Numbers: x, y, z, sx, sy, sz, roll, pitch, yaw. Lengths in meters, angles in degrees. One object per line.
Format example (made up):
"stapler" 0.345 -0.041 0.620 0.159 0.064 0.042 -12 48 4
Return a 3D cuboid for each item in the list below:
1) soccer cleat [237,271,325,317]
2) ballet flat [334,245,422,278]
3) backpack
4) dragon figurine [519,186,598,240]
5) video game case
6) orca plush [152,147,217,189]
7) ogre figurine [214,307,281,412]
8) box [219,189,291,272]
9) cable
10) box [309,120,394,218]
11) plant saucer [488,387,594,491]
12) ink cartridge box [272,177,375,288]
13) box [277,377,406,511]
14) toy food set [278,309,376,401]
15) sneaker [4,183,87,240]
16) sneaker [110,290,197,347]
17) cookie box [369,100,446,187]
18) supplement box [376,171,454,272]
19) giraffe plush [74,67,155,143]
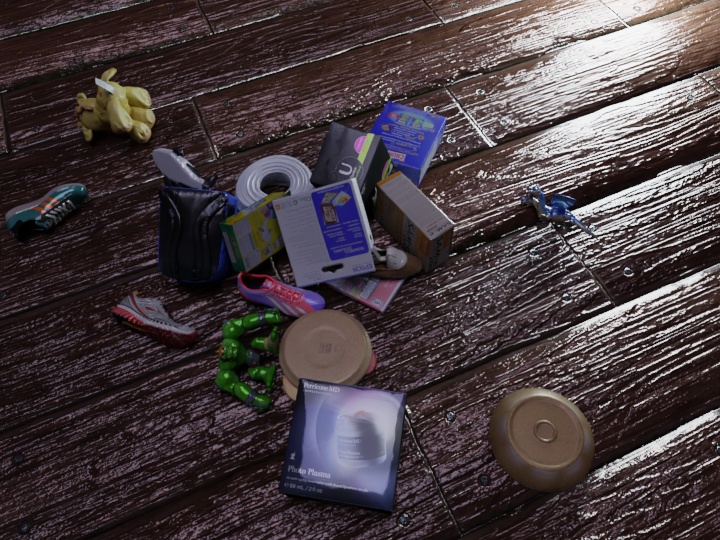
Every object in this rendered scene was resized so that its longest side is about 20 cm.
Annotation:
"soccer cleat" -0.174 0.050 1.290 0.198 0.077 0.067 14 59 12
"ballet flat" 0.038 -0.026 1.315 0.198 0.073 0.068 4 57 4
"backpack" -0.352 -0.072 1.329 0.161 0.168 0.202 5 89 9
"dragon figurine" 0.473 -0.139 1.407 0.199 0.059 0.100 16 58 14
"video game case" 0.000 0.000 1.354 0.199 0.017 0.143 26 61 18
"orca plush" -0.433 -0.258 1.508 0.199 0.106 0.071 18 24 26
"ogre figurine" -0.228 0.176 1.198 0.119 0.098 0.202 4 95 1
"box" -0.214 -0.094 1.323 0.048 0.118 0.200 9 32 37
"cable" -0.210 -0.196 1.460 0.199 0.069 0.201 -23 59 -13
"box" -0.014 -0.226 1.372 0.123 0.200 0.150 19 85 14
"plant saucer" 0.345 0.310 1.126 0.198 0.036 0.201 -1 57 1
"ink cartridge box" -0.075 -0.078 1.281 0.197 0.202 0.043 -12 9 22
"box" -0.027 0.312 1.065 0.198 0.123 0.200 7 66 5
"toy food set" -0.069 0.171 1.224 0.196 0.049 0.201 -10 56 -5
"sneaker" -0.750 -0.137 1.442 0.199 0.072 0.080 -30 64 -11
"sneaker" -0.431 0.098 1.266 0.199 0.078 0.082 21 58 15
"cookie box" 0.107 -0.326 1.533 0.170 0.075 0.201 20 59 14
"supplement box" 0.119 -0.112 1.360 0.073 0.126 0.200 -31 60 -19
"giraffe plush" -0.674 -0.418 1.586 0.161 0.200 0.174 -17 56 25
